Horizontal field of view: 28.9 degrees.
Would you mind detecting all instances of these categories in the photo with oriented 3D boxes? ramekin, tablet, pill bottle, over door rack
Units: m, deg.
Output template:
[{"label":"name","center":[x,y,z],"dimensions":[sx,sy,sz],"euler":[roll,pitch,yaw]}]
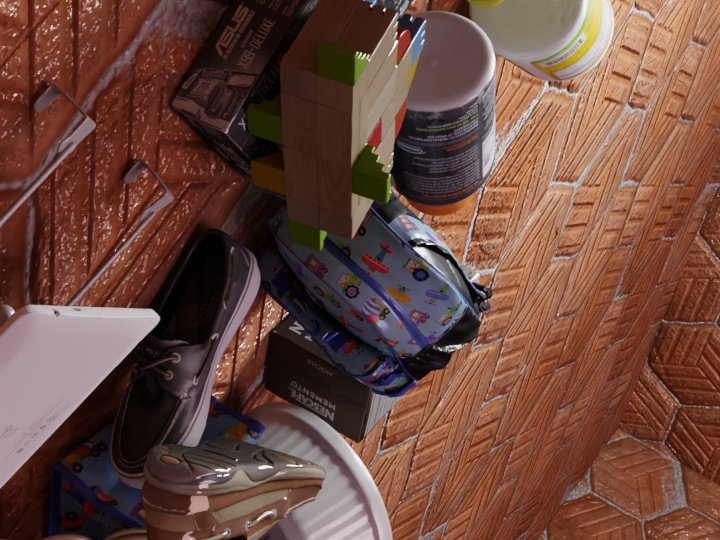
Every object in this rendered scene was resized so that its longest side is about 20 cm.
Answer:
[{"label":"ramekin","center":[-0.073,0.227,1.251],"dimensions":[0.094,0.202,0.203],"euler":[-27,143,-39]},{"label":"tablet","center":[-0.215,0.091,0.819],"dimensions":[0.200,0.014,0.130],"euler":[-46,159,17]},{"label":"pill bottle","center":[0.066,-0.127,1.227],"dimensions":[0.106,0.106,0.200],"euler":[-53,160,-21]},{"label":"over door rack","center":[-0.186,0.008,0.833],"dimensions":[0.200,0.067,0.148],"euler":[-59,162,-7]},{"label":"pill bottle","center":[0.183,-0.244,1.353],"dimensions":[0.111,0.111,0.200],"euler":[-64,161,8]}]

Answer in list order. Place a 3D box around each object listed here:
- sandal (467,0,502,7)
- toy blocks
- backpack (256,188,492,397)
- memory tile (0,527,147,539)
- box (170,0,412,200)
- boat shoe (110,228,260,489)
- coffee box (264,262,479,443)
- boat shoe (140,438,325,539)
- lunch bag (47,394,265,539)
[{"label":"sandal","center":[0.095,-0.307,1.102],"dimensions":[0.087,0.079,0.200],"euler":[-3,116,-35]},{"label":"toy blocks","center":[-0.002,-0.124,0.951],"dimensions":[0.200,0.100,0.137],"euler":[91,22,-53]},{"label":"backpack","center":[0.000,0.000,1.120],"dimensions":[0.135,0.183,0.200],"euler":[-45,163,0]},{"label":"memory tile","center":[-0.210,0.242,1.027],"dimensions":[0.200,0.153,0.017],"euler":[94,-13,-53]},{"label":"box","center":[-0.039,-0.163,0.992],"dimensions":[0.200,0.050,0.158],"euler":[-60,161,-5]},{"label":"boat shoe","center":[-0.134,0.059,1.022],"dimensions":[0.200,0.070,0.066],"euler":[-63,151,-18]},{"label":"coffee box","center":[0.012,0.057,1.337],"dimensions":[0.200,0.113,0.080],"euler":[-43,154,-41]},{"label":"boat shoe","center":[-0.094,0.164,1.007],"dimensions":[0.200,0.076,0.072],"euler":[11,92,-59]},{"label":"lunch bag","center":[-0.174,0.203,1.115],"dimensions":[0.151,0.094,0.200],"euler":[-39,156,-46]}]
